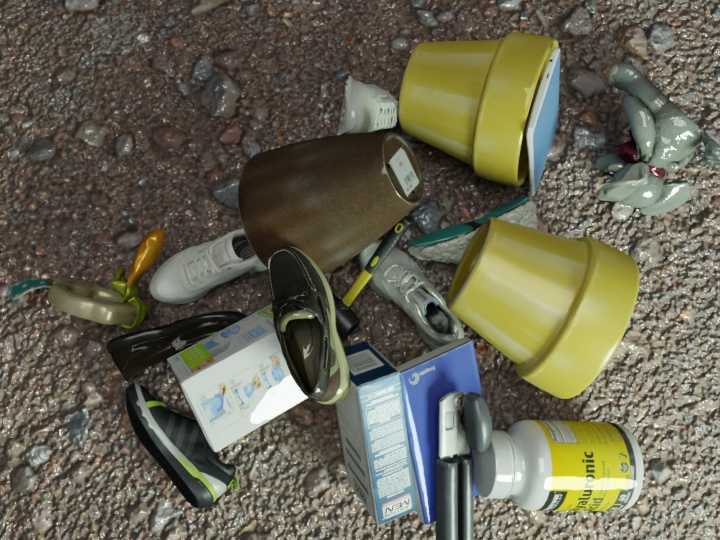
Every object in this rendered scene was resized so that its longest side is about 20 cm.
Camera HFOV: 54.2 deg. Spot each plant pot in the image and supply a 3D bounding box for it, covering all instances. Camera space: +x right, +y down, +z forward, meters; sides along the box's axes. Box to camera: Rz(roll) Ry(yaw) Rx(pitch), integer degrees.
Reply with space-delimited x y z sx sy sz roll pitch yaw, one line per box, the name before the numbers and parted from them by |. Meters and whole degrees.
plant pot | -0.024 -0.098 0.913 0.198 0.186 0.190 -18 76 32
plant pot | 0.221 0.031 0.906 0.187 0.201 0.203 27 79 -1
plant pot | 0.161 -0.240 0.992 0.186 0.201 0.203 17 78 18

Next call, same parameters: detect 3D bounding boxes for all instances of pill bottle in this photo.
pill bottle | 0.248 0.250 0.903 0.197 0.111 0.113 4 78 -12

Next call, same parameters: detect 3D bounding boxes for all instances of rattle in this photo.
rattle | -0.378 -0.006 0.960 0.198 0.130 0.145 20 112 26

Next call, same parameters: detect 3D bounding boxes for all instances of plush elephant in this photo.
plush elephant | 0.405 -0.161 1.002 0.155 0.163 0.201 -48 43 25

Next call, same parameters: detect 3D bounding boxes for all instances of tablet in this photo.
tablet | 0.252 -0.199 0.974 0.013 0.200 0.132 16 78 19

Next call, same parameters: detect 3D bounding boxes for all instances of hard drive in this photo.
hard drive | 0.111 0.206 0.912 0.131 0.025 0.203 -18 102 -32

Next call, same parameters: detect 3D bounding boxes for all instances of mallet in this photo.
mallet | 0.000 0.000 0.963 0.065 0.041 0.202 34 114 13

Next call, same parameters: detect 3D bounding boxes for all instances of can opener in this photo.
can opener | 0.127 0.250 0.868 0.053 0.067 0.204 -2 93 -32

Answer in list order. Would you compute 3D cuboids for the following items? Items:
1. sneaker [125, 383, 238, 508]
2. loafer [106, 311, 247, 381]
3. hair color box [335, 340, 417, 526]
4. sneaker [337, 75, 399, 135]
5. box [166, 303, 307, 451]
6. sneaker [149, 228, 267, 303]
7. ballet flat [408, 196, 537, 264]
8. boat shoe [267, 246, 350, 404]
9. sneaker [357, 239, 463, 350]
sneaker | -0.241 0.228 0.957 0.082 0.072 0.201 -33 79 -34
loafer | -0.247 0.105 0.975 0.197 0.073 0.072 -15 88 1
hair color box | 0.015 0.203 0.885 0.060 0.100 0.203 -15 113 -19
sneaker | 0.014 -0.226 0.985 0.079 0.200 0.077 17 114 0
box | -0.132 0.124 0.911 0.198 0.112 0.103 -28 108 -18
sneaker | -0.206 -0.017 0.980 0.198 0.100 0.076 -24 81 -4
ballet flat | 0.169 -0.043 1.009 0.197 0.072 0.073 -22 79 -5
boat shoe | -0.067 0.057 0.824 0.073 0.065 0.202 -29 69 13
sneaker | 0.074 0.027 0.980 0.075 0.087 0.200 -45 81 -7
